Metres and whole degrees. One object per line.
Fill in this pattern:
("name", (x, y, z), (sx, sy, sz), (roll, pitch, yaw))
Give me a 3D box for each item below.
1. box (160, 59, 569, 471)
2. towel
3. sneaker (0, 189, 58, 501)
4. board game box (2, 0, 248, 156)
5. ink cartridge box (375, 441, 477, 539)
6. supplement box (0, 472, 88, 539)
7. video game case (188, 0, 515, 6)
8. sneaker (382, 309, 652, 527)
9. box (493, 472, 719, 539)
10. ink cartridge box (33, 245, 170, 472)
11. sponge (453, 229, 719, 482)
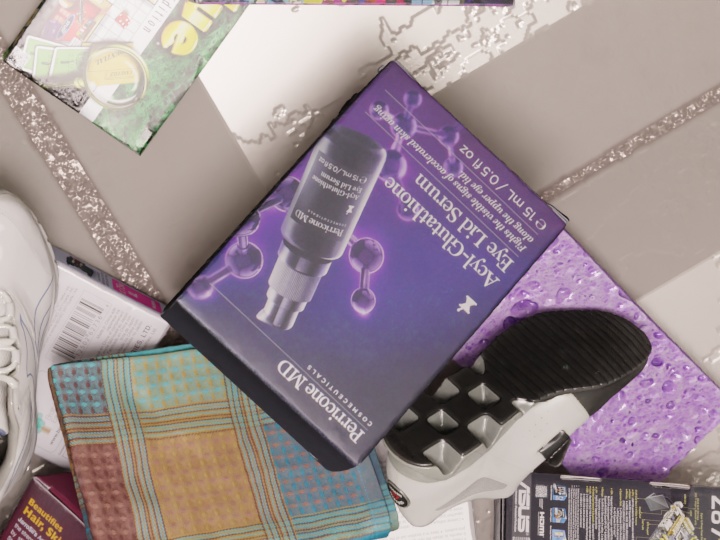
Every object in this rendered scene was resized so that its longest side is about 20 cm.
("box", (0.000, 0.000, 1.275), (0.148, 0.104, 0.200), (41, 79, -4))
("towel", (-0.082, 0.110, 1.300), (0.199, 0.022, 0.147), (-7, 67, -28))
("sneaker", (-0.216, 0.051, 1.265), (0.074, 0.087, 0.201), (-1, 107, -8))
("board game box", (-0.118, -0.180, 1.288), (0.105, 0.023, 0.200), (33, 99, -19))
("ink cartridge box", (-0.024, 0.186, 1.376), (0.199, 0.045, 0.177), (-7, 92, -7))
("supplement box", (-0.189, 0.237, 1.332), (0.110, 0.086, 0.201), (38, 107, 24))
("video game case", (-0.003, -0.248, 1.260), (0.199, 0.036, 0.182), (-2, 100, -14))
("sneaker", (0.097, 0.094, 1.343), (0.199, 0.074, 0.089), (-26, 139, -23))
("box", (0.163, 0.234, 1.356), (0.160, 0.049, 0.201), (3, 71, -3))
("ink cartridge box", (-0.232, 0.032, 1.322), (0.199, 0.042, 0.120), (28, 101, -18))
("sponge", (0.144, 0.062, 1.396), (0.112, 0.030, 0.200), (-44, 108, 5))
